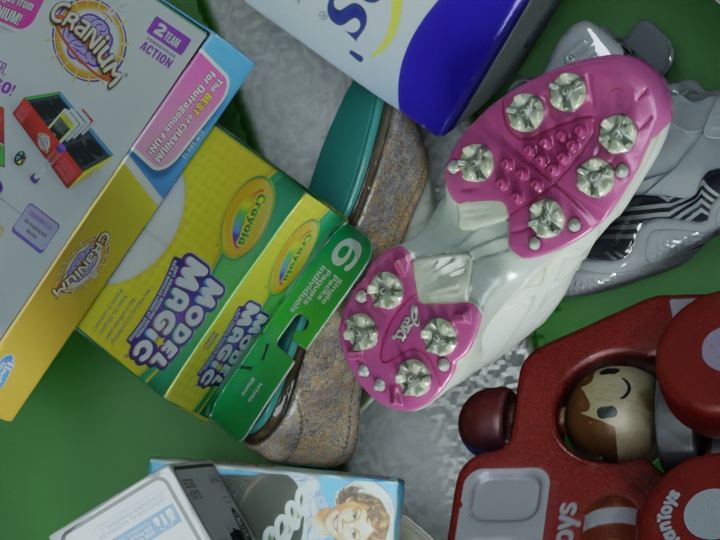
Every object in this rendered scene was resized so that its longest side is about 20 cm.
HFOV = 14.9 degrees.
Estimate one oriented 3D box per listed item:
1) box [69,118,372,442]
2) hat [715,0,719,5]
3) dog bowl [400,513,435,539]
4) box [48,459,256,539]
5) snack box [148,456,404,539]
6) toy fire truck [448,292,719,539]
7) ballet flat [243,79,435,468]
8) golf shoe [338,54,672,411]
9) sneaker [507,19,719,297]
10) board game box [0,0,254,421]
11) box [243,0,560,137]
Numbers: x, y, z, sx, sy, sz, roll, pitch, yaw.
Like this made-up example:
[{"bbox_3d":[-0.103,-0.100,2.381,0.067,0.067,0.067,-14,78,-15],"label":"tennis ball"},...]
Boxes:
[{"bbox_3d":[-0.095,-0.018,1.274,0.200,0.048,0.118,36,92,30],"label":"box"},{"bbox_3d":[0.189,-0.185,1.171,0.200,0.081,0.202,1,86,-20],"label":"hat"},{"bbox_3d":[-0.031,0.196,1.289,0.199,0.059,0.201,0,88,6],"label":"dog bowl"},{"bbox_3d":[-0.047,0.181,1.167,0.060,0.117,0.200,-31,85,4],"label":"box"},{"bbox_3d":[-0.045,0.189,1.243,0.116,0.037,0.201,4,88,6],"label":"snack box"},{"bbox_3d":[0.120,0.099,1.226,0.167,0.112,0.201,-2,56,16],"label":"toy fire truck"},{"bbox_3d":[0.000,0.000,1.292,0.067,0.068,0.201,24,81,-23],"label":"ballet flat"},{"bbox_3d":[0.073,-0.022,1.225,0.200,0.091,0.075,-47,70,27],"label":"golf shoe"},{"bbox_3d":[0.153,-0.072,1.247,0.200,0.075,0.115,-26,80,34],"label":"sneaker"},{"bbox_3d":[-0.162,-0.054,1.272,0.153,0.040,0.200,36,92,33],"label":"board game box"},{"bbox_3d":[0.017,-0.199,1.241,0.200,0.105,0.184,35,124,7],"label":"box"}]
